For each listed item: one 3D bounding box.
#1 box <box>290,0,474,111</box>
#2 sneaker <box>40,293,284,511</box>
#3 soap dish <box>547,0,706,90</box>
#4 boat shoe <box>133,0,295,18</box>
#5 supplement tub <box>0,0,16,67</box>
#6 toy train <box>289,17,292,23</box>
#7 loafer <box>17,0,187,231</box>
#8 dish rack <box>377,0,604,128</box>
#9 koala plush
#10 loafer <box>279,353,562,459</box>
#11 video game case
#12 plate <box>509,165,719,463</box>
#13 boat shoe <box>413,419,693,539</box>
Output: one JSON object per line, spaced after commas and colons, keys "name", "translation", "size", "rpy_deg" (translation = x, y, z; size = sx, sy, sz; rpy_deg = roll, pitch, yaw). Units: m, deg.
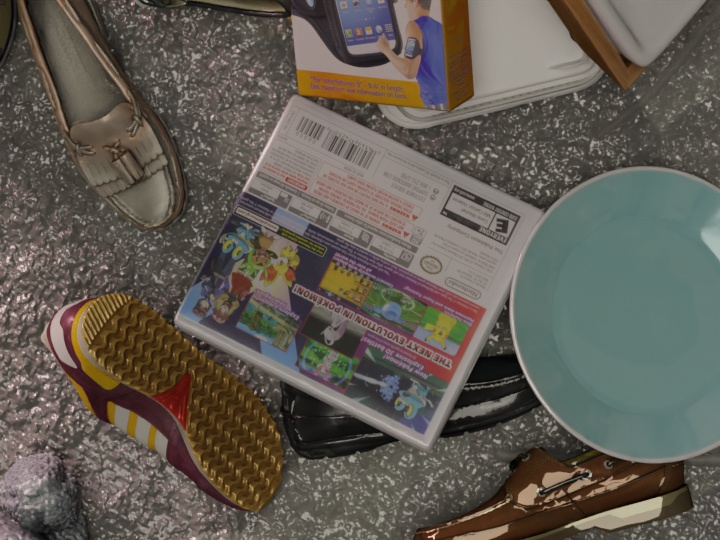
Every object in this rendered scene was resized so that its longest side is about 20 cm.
{"name": "box", "translation": [0.008, -0.207, 1.370], "size": [0.118, 0.041, 0.202], "rpy_deg": [8, 118, 30]}
{"name": "sneaker", "translation": [-0.137, 0.092, 1.489], "size": [0.200, 0.090, 0.075], "rpy_deg": [49, 60, -20]}
{"name": "soap dish", "translation": [0.181, -0.244, 1.375], "size": [0.200, 0.081, 0.158], "rpy_deg": [-49, 121, -16]}
{"name": "boat shoe", "translation": [-0.130, -0.208, 1.443], "size": [0.198, 0.076, 0.061], "rpy_deg": [4, 71, 21]}
{"name": "supplement tub", "translation": [-0.320, -0.178, 1.417], "size": [0.143, 0.200, 0.147], "rpy_deg": [0, 94, 6]}
{"name": "toy train", "translation": [0.030, -0.216, 1.453], "size": [0.149, 0.056, 0.201], "rpy_deg": [26, 96, 4]}
{"name": "loafer", "translation": [-0.187, -0.116, 1.477], "size": [0.071, 0.063, 0.201], "rpy_deg": [-27, 91, 7]}
{"name": "dish rack", "translation": [0.080, -0.200, 1.420], "size": [0.170, 0.044, 0.202], "rpy_deg": [-13, 108, -3]}
{"name": "koala plush", "translation": [-0.262, 0.245, 1.440], "size": [0.176, 0.200, 0.185], "rpy_deg": [-23, 92, 6]}
{"name": "loafer", "translation": [0.040, 0.079, 1.465], "size": [0.198, 0.068, 0.071], "rpy_deg": [-11, 102, 10]}
{"name": "video game case", "translation": [0.000, 0.000, 1.450], "size": [0.199, 0.023, 0.183], "rpy_deg": [26, 79, 11]}
{"name": "plate", "translation": [0.195, 0.030, 1.448], "size": [0.198, 0.026, 0.202], "rpy_deg": [1, 84, -11]}
{"name": "boat shoe", "translation": [0.126, 0.154, 1.467], "size": [0.198, 0.072, 0.069], "rpy_deg": [-15, 89, -3]}
